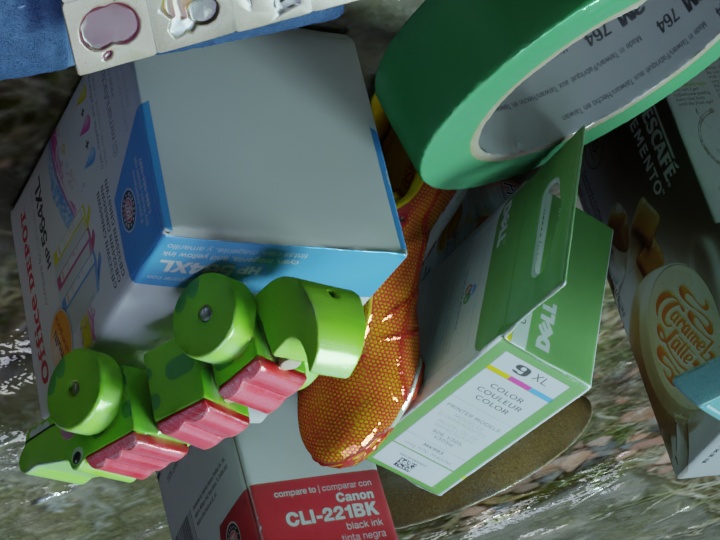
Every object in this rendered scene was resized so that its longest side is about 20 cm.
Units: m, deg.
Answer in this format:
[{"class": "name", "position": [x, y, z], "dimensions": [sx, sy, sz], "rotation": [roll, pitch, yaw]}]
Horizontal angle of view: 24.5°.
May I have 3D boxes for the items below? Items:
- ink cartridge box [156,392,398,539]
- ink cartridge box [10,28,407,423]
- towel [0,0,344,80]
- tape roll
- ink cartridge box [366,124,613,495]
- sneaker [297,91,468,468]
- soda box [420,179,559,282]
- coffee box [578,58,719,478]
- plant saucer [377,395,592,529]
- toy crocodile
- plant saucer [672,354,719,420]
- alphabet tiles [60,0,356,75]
[{"class": "ink cartridge box", "position": [-0.063, 0.101, 0.964], "dimensions": [0.083, 0.201, 0.145], "rotation": [-5, 151, -25]}, {"class": "ink cartridge box", "position": [-0.086, -0.012, 0.819], "dimensions": [0.124, 0.129, 0.200], "rotation": [4, 146, -30]}, {"class": "towel", "position": [-0.104, -0.135, 0.666], "dimensions": [0.198, 0.049, 0.112], "rotation": [-11, 142, -13]}, {"class": "tape roll", "position": [0.103, -0.110, 0.758], "dimensions": [0.199, 0.048, 0.201], "rotation": [-27, 167, -7]}, {"class": "ink cartridge box", "position": [0.077, 0.027, 0.856], "dimensions": [0.059, 0.104, 0.200], "rotation": [27, 140, -15]}, {"class": "sneaker", "position": [0.000, 0.000, 0.845], "dimensions": [0.073, 0.202, 0.077], "rotation": [6, 168, 32]}, {"class": "soda box", "position": [0.054, 0.027, 1.006], "dimensions": [0.063, 0.069, 0.200], "rotation": [19, 143, -11]}, {"class": "coffee box", "position": [0.194, -0.005, 0.893], "dimensions": [0.079, 0.201, 0.115], "rotation": [-2, 150, -22]}, {"class": "plant saucer", "position": [0.059, 0.113, 1.130], "dimensions": [0.199, 0.036, 0.200], "rotation": [-23, -170, 4]}, {"class": "toy crocodile", "position": [-0.078, 0.055, 0.745], "dimensions": [0.199, 0.062, 0.067], "rotation": [-29, 147, 28]}, {"class": "plant saucer", "position": [0.224, 0.070, 0.812], "dimensions": [0.070, 0.019, 0.200], "rotation": [-29, 149, 24]}, {"class": "alphabet tiles", "position": [-0.026, -0.170, 0.623], "dimensions": [0.199, 0.008, 0.168], "rotation": [-17, 131, -13]}]
